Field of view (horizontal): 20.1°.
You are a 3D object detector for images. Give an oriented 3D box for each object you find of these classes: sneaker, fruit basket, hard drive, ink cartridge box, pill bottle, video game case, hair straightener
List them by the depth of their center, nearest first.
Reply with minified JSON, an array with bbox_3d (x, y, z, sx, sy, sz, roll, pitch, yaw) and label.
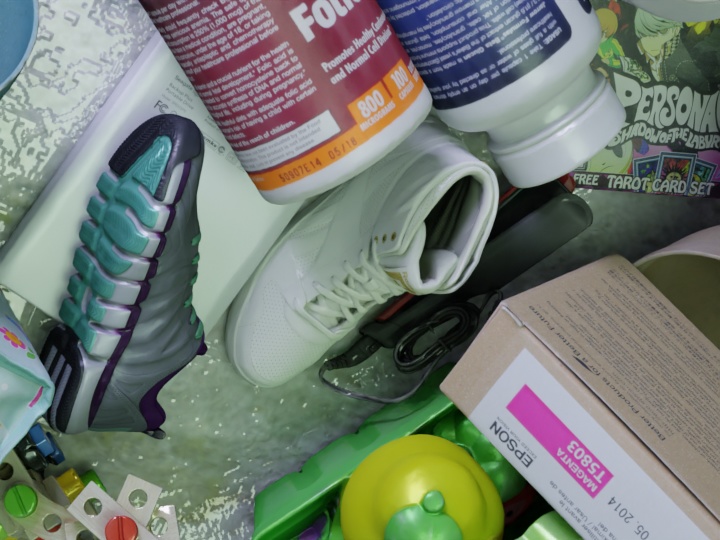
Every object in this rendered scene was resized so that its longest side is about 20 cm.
[{"bbox_3d":[-0.055,-0.148,1.123,0.114,0.114,0.201,-34,106,-6],"label":"pill bottle"},{"bbox_3d":[-0.119,0.005,1.178,0.087,0.074,0.201,12,112,-35],"label":"sneaker"},{"bbox_3d":[0.166,0.094,1.181,0.200,0.164,0.075,47,121,16],"label":"ink cartridge box"},{"bbox_3d":[0.071,-0.152,1.181,0.111,0.111,0.200,-36,107,-5],"label":"pill bottle"},{"bbox_3d":[-0.110,-0.045,1.209,0.132,0.027,0.200,35,93,-24],"label":"hard drive"},{"bbox_3d":[0.000,0.000,1.211,0.074,0.116,0.200,37,94,-26],"label":"sneaker"},{"bbox_3d":[0.041,0.155,1.225,0.215,0.216,0.156,-34,114,-6],"label":"fruit basket"},{"bbox_3d":[0.058,0.017,1.239,0.200,0.077,0.041,-36,129,8],"label":"hair straightener"},{"bbox_3d":[0.215,-0.137,1.284,0.199,0.036,0.182,4,104,-19],"label":"video game case"}]

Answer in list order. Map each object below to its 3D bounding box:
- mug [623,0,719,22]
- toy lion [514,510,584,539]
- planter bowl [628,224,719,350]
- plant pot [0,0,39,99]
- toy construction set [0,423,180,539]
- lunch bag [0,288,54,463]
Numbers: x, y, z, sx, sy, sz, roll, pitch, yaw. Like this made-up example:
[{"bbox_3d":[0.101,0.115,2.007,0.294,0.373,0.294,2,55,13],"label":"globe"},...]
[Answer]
[{"bbox_3d":[0.164,-0.220,1.132,0.186,0.153,0.149,39,104,-17],"label":"mug"},{"bbox_3d":[0.129,0.210,1.236,0.199,0.069,0.192,-16,134,-38],"label":"toy lion"},{"bbox_3d":[0.269,0.051,1.290,0.134,0.200,0.201,-31,116,-37],"label":"planter bowl"},{"bbox_3d":[-0.285,-0.117,1.058,0.199,0.201,0.135,17,138,-22],"label":"plant pot"},{"bbox_3d":[-0.169,0.153,1.172,0.092,0.200,0.132,-30,83,-21],"label":"toy construction set"},{"bbox_3d":[-0.283,0.028,1.094,0.200,0.170,0.122,32,96,-27],"label":"lunch bag"}]
